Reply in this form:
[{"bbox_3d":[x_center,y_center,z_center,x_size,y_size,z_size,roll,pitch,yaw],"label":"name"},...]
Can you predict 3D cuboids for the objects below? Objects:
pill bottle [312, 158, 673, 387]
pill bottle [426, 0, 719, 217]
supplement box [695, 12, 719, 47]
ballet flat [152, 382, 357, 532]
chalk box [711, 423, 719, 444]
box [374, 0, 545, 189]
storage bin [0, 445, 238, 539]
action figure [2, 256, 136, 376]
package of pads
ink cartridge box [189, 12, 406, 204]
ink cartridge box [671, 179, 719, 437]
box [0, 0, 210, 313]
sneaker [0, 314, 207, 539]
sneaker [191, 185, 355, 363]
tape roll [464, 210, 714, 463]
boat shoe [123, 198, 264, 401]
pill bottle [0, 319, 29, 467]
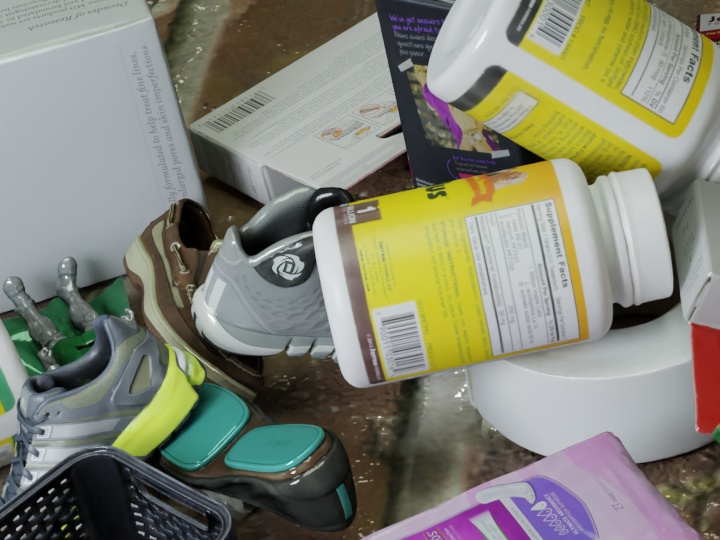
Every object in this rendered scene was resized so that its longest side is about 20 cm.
[{"bbox_3d":[0.078,-0.002,1.291,0.199,0.110,0.109,-12,35,1],"label":"pill bottle"},{"bbox_3d":[0.151,-0.111,1.341,0.199,0.114,0.114,29,36,-12],"label":"pill bottle"},{"bbox_3d":[0.287,-0.110,1.541,0.108,0.061,0.200,-4,35,13],"label":"supplement box"},{"bbox_3d":[-0.066,0.119,1.316,0.068,0.069,0.200,-40,25,-19],"label":"ballet flat"},{"bbox_3d":[0.305,0.109,1.143,0.125,0.124,0.200,-30,73,-25],"label":"chalk box"},{"bbox_3d":[0.099,-0.124,1.498,0.106,0.201,0.122,17,44,35],"label":"box"},{"bbox_3d":[-0.167,0.204,1.221,0.135,0.094,0.200,22,47,40],"label":"storage bin"},{"bbox_3d":[-0.177,0.063,1.461,0.118,0.055,0.200,-22,40,-18],"label":"action figure"},{"bbox_3d":[0.083,0.173,1.199,0.199,0.076,0.121,-22,33,-12],"label":"package of pads"},{"bbox_3d":[0.002,-0.112,1.636,0.200,0.045,0.176,-34,39,-26],"label":"ink cartridge box"},{"bbox_3d":[0.285,0.038,1.268,0.199,0.045,0.177,13,39,-9],"label":"ink cartridge box"},{"bbox_3d":[-0.228,-0.097,1.568,0.199,0.200,0.131,-17,35,-6],"label":"box"},{"bbox_3d":[-0.186,0.109,1.330,0.200,0.081,0.074,-51,28,-9],"label":"sneaker"},{"bbox_3d":[0.000,0.000,1.386,0.199,0.116,0.075,0,43,-23],"label":"sneaker"},{"bbox_3d":[0.161,0.031,1.375,0.201,0.071,0.203,-9,36,6],"label":"tape roll"},{"bbox_3d":[-0.103,0.012,1.464,0.075,0.075,0.202,-51,37,10],"label":"boat shoe"},{"bbox_3d":[-0.310,0.103,1.392,0.199,0.113,0.113,-26,37,-17],"label":"pill bottle"}]
